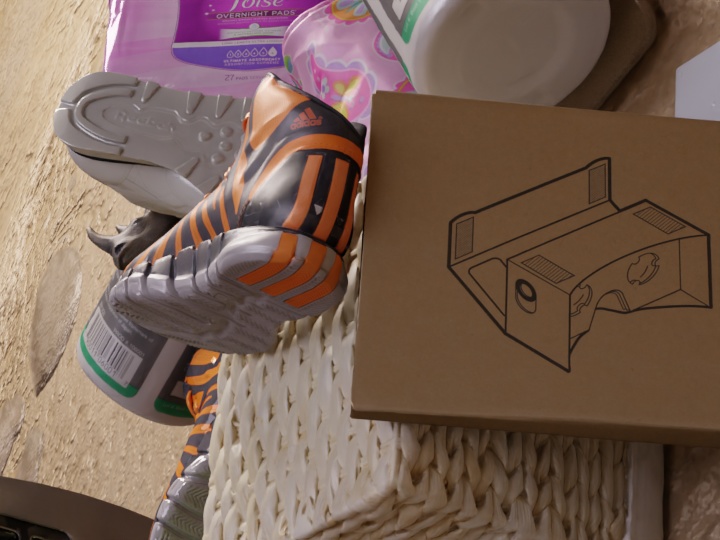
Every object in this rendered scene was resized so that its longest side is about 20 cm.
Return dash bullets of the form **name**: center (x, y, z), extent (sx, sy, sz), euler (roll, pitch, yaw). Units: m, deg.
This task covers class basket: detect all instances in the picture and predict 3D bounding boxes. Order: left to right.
- **basket**: center (0.033, 0.076, 0.964), extent (0.198, 0.161, 0.200), euler (-34, 44, 49)

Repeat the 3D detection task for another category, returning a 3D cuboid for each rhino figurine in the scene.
- **rhino figurine**: center (-0.078, -0.025, 1.235), extent (0.060, 0.199, 0.088), euler (81, -169, -48)

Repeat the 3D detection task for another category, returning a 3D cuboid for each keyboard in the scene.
- **keyboard**: center (0.172, -0.028, 0.943), extent (0.056, 0.011, 0.200), euler (-40, 38, 54)

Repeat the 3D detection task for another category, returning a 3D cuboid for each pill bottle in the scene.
- **pill bottle**: center (-0.108, 0.001, 1.344), extent (0.200, 0.113, 0.113), euler (-58, 28, 21)
- **pill bottle**: center (0.049, -0.181, 1.069), extent (0.113, 0.113, 0.200), euler (-55, 41, 27)

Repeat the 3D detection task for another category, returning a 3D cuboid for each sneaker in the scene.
- **sneaker**: center (-0.091, -0.060, 1.178), extent (0.076, 0.200, 0.081), euler (-59, -21, -24)
- **sneaker**: center (-0.088, 0.120, 1.261), extent (0.200, 0.077, 0.112), euler (-62, 21, -8)
- **sneaker**: center (-0.051, -0.027, 0.942), extent (0.200, 0.077, 0.112), euler (-18, 51, 55)

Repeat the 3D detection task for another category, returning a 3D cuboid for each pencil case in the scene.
- **pencil case**: center (0.025, -0.079, 1.111), extent (0.088, 0.087, 0.200), euler (-56, 43, 25)

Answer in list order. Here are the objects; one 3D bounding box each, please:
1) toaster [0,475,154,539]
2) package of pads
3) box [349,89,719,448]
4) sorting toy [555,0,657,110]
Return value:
- **toaster**: center (-0.218, 0.246, 1.305), extent (0.119, 0.181, 0.200), euler (-38, 40, 42)
- **package of pads**: center (-0.075, -0.133, 1.267), extent (0.076, 0.199, 0.121), euler (82, -173, -51)
- **box**: center (0.099, -0.001, 0.864), extent (0.021, 0.199, 0.164), euler (98, 177, -60)
- **sorting toy**: center (0.098, -0.141, 1.147), extent (0.185, 0.036, 0.200), euler (-52, 35, 32)
